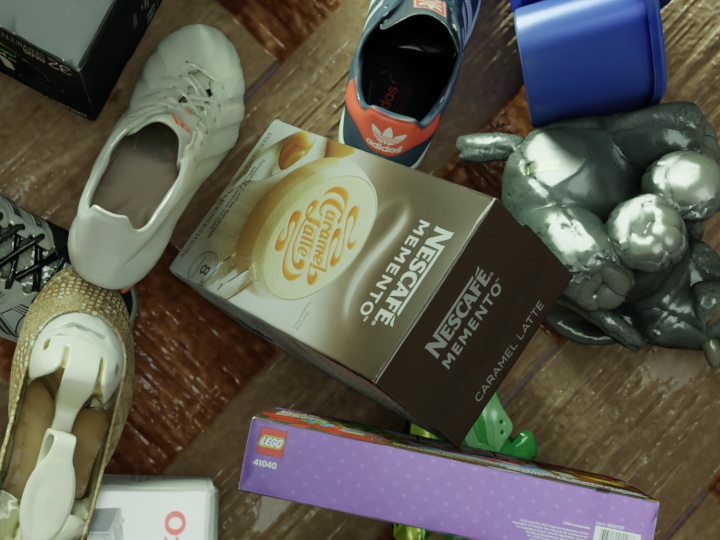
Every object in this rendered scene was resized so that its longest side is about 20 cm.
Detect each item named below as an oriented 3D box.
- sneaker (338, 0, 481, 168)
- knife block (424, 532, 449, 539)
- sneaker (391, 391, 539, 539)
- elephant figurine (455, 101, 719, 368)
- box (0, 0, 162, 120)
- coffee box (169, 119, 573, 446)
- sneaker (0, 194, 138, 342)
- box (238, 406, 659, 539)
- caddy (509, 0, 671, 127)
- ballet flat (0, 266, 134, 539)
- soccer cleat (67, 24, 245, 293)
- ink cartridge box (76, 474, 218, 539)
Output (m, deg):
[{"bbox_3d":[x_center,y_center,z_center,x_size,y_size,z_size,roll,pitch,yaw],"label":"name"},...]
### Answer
[{"bbox_3d":[0.038,-0.155,0.849,0.075,0.085,0.201,12,72,-5],"label":"sneaker"},{"bbox_3d":[0.116,0.243,0.801,0.175,0.064,0.201,-4,114,-6],"label":"knife block"},{"bbox_3d":[0.064,0.120,0.839,0.083,0.074,0.201,7,83,-3],"label":"sneaker"},{"bbox_3d":[0.170,0.001,0.848,0.141,0.200,0.156,-24,53,12],"label":"elephant figurine"},{"bbox_3d":[-0.213,-0.195,0.794,0.200,0.149,0.125,28,83,-4],"label":"box"},{"bbox_3d":[0.000,0.000,0.777,0.080,0.200,0.115,41,78,-40],"label":"coffee box"},{"bbox_3d":[-0.221,-0.014,0.808,0.200,0.088,0.076,29,80,-6],"label":"sneaker"},{"bbox_3d":[0.044,0.110,0.734,0.199,0.137,0.039,12,86,3],"label":"box"},{"bbox_3d":[0.138,-0.160,0.821,0.105,0.200,0.142,-10,87,7],"label":"caddy"},{"bbox_3d":[-0.154,0.083,0.742,0.070,0.065,0.201,14,65,-18],"label":"ballet flat"},{"bbox_3d":[-0.109,-0.076,0.805,0.069,0.078,0.200,22,54,-4],"label":"soccer cleat"},{"bbox_3d":[-0.181,0.189,0.795,0.199,0.085,0.146,2,85,-9],"label":"ink cartridge box"}]
